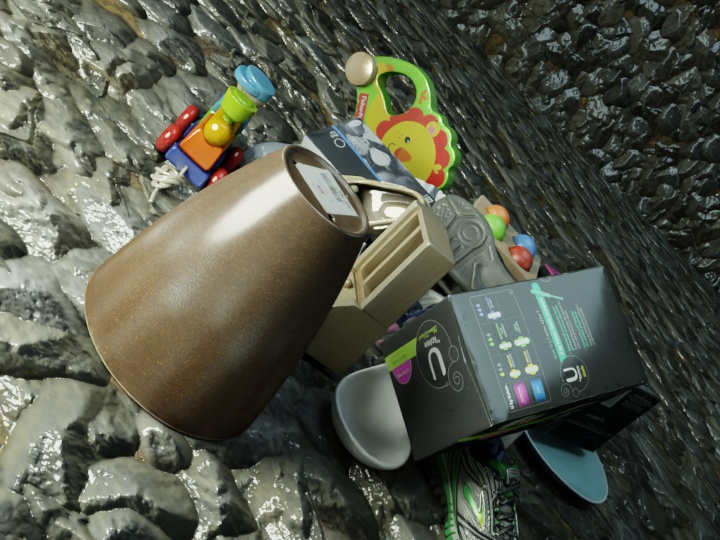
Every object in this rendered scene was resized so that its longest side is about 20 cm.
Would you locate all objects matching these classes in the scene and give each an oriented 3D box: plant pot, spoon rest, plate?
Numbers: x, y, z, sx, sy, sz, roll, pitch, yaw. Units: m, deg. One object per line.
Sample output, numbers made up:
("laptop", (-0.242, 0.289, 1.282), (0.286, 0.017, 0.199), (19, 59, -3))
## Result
("plant pot", (-0.091, 0.000, 0.748), (0.186, 0.200, 0.188), (38, 24, -21))
("spoon rest", (0.023, 0.129, 0.933), (0.099, 0.061, 0.200), (46, 22, -5))
("plate", (0.263, 0.232, 1.250), (0.199, 0.026, 0.202), (39, 25, -21))

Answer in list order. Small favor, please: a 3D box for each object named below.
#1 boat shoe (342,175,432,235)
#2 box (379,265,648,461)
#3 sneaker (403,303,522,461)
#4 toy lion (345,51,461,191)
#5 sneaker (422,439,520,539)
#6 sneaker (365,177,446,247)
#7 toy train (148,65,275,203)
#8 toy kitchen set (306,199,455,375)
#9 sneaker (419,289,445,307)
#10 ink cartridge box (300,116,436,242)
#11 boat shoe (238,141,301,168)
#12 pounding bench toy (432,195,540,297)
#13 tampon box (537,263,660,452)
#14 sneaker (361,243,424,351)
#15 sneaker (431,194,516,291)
("boat shoe", (-0.019, -0.074, 1.015), (0.065, 0.196, 0.074), (51, 48, -71))
("box", (0.146, 0.090, 0.895), (0.197, 0.148, 0.127), (-10, 72, -30))
("sneaker", (0.136, 0.114, 1.033), (0.202, 0.114, 0.080), (61, -17, -14))
("toy lion", (0.056, -0.192, 1.299), (0.188, 0.204, 0.068), (16, 8, 26))
("sneaker", (0.126, 0.238, 0.917), (0.077, 0.085, 0.202), (25, 33, -41))
("sneaker", (0.053, -0.060, 1.192), (0.198, 0.080, 0.130), (36, -21, 14))
("toy train", (-0.154, -0.143, 0.966), (0.084, 0.116, 0.201), (41, 24, -13))
("toy kitchen set", (-0.043, -0.046, 0.933), (0.199, 0.180, 0.164), (36, 24, -25))
("sneaker", (0.127, 0.108, 1.147), (0.201, 0.075, 0.104), (47, 7, 17))
("ink cartridge box", (0.021, -0.095, 1.094), (0.099, 0.039, 0.201), (-25, 67, -41))
("boat shoe", (-0.076, -0.120, 1.152), (0.198, 0.071, 0.063), (-12, 75, -53))
("pounding bench toy", (0.134, -0.033, 1.261), (0.200, 0.156, 0.124), (47, 23, -3))
("tampon box", (0.291, 0.122, 1.278), (0.149, 0.126, 0.202), (24, 32, -45))
("sneaker", (0.041, 0.046, 1.045), (0.199, 0.082, 0.071), (39, 55, -14))
("sneaker", (0.140, 0.011, 1.086), (0.201, 0.075, 0.114), (56, -9, 11))
